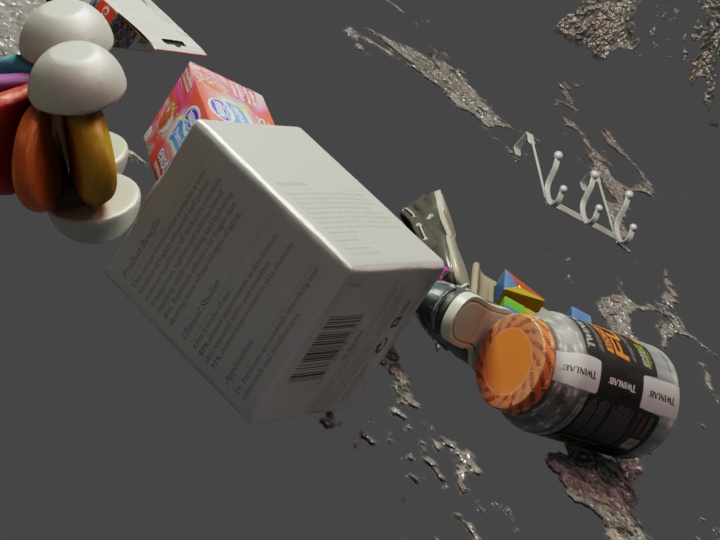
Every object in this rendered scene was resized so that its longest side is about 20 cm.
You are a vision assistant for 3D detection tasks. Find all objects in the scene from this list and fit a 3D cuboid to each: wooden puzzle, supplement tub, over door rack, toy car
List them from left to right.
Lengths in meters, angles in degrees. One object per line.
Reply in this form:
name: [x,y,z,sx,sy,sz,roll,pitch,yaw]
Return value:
toy car: [-0.274,-0.123,1.542,0.148,0.177,0.201,-10,34,-10]
wooden puzzle: [0.209,0.069,2.005,0.199,0.046,0.186,33,19,-7]
supplement tub: [0.218,0.113,1.802,0.199,0.123,0.123,18,25,-39]
over door rack: [0.318,-0.130,2.613,0.147,0.067,0.201,27,21,-24]

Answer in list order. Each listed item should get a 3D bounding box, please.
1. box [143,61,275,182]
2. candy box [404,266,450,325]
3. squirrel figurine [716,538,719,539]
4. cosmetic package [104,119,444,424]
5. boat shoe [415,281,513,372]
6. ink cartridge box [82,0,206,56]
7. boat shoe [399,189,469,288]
box: [-0.139,-0.108,1.765,0.095,0.100,0.201,24,23,-27]
candy box: [0.000,0.000,1.801,0.136,0.061,0.200,38,20,7]
squirrel figurine: [0.318,0.323,1.517,0.198,0.142,0.188,12,37,-19]
cosmetic package: [-0.072,-0.002,1.528,0.200,0.168,0.166,44,22,22]
boat shoe: [0.101,0.054,1.798,0.062,0.075,0.200,32,3,24]
ink cartridge box: [-0.278,-0.290,2.039,0.200,0.051,0.109,44,21,21]
boat shoe: [0.082,-0.022,2.015,0.201,0.056,0.067,-99,166,-59]
